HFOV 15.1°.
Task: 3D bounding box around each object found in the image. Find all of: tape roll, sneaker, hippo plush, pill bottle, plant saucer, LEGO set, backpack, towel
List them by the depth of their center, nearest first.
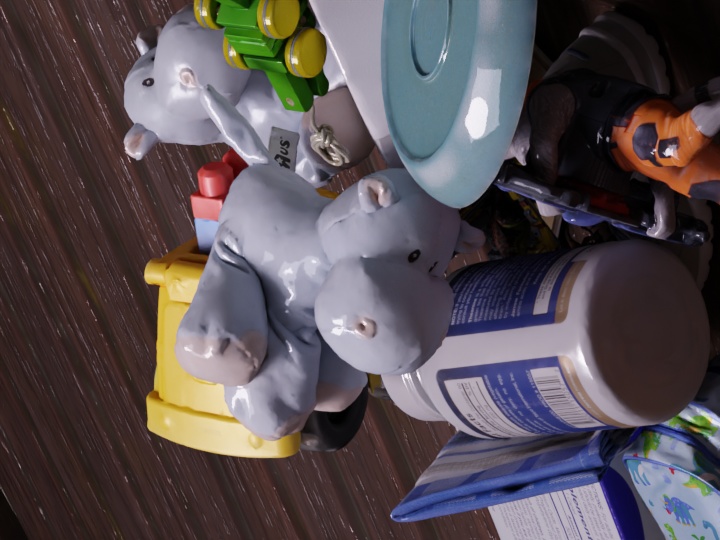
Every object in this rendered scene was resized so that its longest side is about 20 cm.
[{"bbox_3d":[0.048,-0.135,1.487,0.200,0.027,0.200,-176,90,-71],"label":"plant saucer"},{"bbox_3d":[0.000,0.000,1.620,0.161,0.200,0.159,-6,158,37],"label":"hippo plush"},{"bbox_3d":[0.151,-0.056,1.637,0.075,0.082,0.200,28,146,53],"label":"sneaker"},{"bbox_3d":[0.106,0.045,1.656,0.200,0.111,0.111,-9,114,49],"label":"pill bottle"},{"bbox_3d":[0.252,0.145,1.657,0.163,0.154,0.200,-157,50,-68],"label":"backpack"},{"bbox_3d":[0.011,-0.158,1.683,0.202,0.071,0.203,-24,-90,-88],"label":"tape roll"},{"bbox_3d":[0.111,0.104,1.716,0.024,0.147,0.200,71,-157,-10],"label":"towel"},{"bbox_3d":[0.091,-0.001,1.765,0.154,0.116,0.200,17,144,49],"label":"LEGO set"},{"bbox_3d":[-0.075,-0.135,1.863,0.161,0.159,0.200,19,153,-13],"label":"hippo plush"}]

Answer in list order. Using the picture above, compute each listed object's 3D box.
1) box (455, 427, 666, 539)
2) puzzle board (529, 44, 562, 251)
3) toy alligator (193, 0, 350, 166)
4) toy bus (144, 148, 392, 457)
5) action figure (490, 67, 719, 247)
[{"bbox_3d":[0.170,0.149,1.878,0.200,0.105,0.184,28,145,55],"label":"box"},{"bbox_3d":[0.091,-0.110,1.797,0.151,0.017,0.200,50,159,21],"label":"puzzle board"},{"bbox_3d":[-0.044,-0.141,1.666,0.059,0.054,0.200,11,154,33],"label":"toy alligator"},{"bbox_3d":[-0.050,0.007,1.795,0.136,0.200,0.192,7,113,35],"label":"toy bus"},{"bbox_3d":[0.168,-0.069,1.512,0.193,0.105,0.200,8,176,34],"label":"action figure"}]
